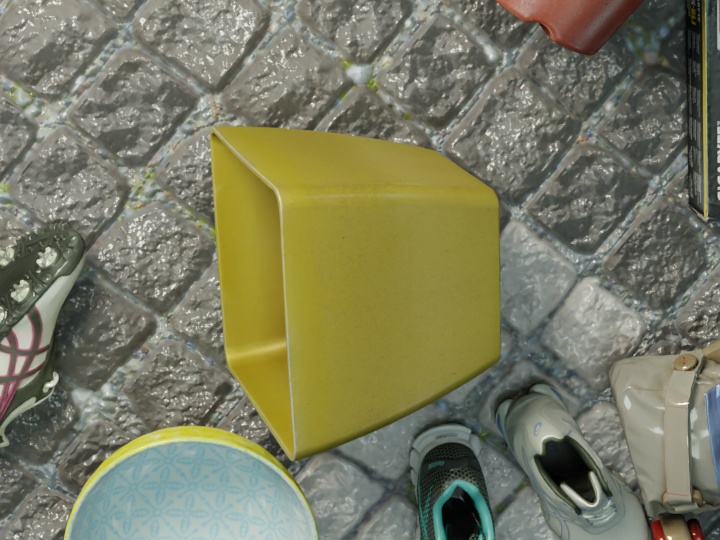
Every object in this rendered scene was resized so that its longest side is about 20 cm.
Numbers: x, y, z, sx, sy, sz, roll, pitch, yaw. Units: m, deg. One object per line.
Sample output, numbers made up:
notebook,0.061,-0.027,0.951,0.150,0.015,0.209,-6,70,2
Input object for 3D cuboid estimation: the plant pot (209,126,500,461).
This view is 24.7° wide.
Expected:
plant pot,0.000,0.000,1.231,0.175,0.200,0.201,-9,110,-17

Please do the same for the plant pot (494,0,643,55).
plant pot,0.164,-0.273,1.160,0.200,0.201,0.196,31,111,-17

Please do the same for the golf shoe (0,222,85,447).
golf shoe,-0.266,0.051,1.276,0.088,0.077,0.200,30,106,-37

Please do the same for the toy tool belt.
toy tool belt,0.285,0.151,1.352,0.122,0.125,0.201,-16,111,7

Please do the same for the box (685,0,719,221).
box,0.339,-0.147,1.294,0.159,0.049,0.201,-7,110,-7

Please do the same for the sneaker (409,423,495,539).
sneaker,0.080,0.233,1.366,0.077,0.091,0.201,-11,110,-3

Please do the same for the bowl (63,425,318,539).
bowl,-0.136,0.203,1.317,0.199,0.108,0.201,-2,110,-7

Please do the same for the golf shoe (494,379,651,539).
golf shoe,0.183,0.189,1.364,0.078,0.097,0.200,-38,111,4
